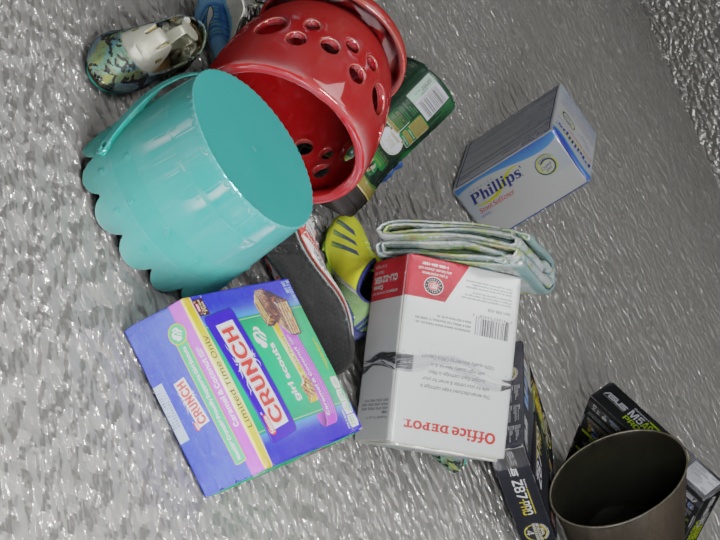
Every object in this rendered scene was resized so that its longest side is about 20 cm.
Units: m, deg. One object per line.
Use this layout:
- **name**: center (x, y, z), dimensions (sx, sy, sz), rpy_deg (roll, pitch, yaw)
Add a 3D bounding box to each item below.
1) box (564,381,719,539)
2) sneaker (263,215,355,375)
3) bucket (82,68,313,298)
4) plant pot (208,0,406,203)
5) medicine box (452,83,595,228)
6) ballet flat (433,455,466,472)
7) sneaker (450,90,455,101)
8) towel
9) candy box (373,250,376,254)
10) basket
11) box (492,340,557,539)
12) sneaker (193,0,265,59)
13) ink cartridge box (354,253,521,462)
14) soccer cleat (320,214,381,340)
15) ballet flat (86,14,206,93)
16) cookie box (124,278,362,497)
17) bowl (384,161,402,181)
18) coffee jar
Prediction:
- **box**: center (0.362, 0.264, 1.913), dimensions (0.044, 0.161, 0.200), rpy_deg (-29, 57, -30)
- **sneaker**: center (-0.056, 0.008, 1.585), dimensions (0.202, 0.067, 0.108), rpy_deg (64, 10, -11)
- **bucket**: center (-0.151, -0.087, 1.429), dimensions (0.207, 0.135, 0.208), rpy_deg (45, 27, -31)
- **plant pot**: center (-0.059, -0.204, 1.610), dimensions (0.200, 0.200, 0.183), rpy_deg (45, 48, -27)
- **medicine box**: center (0.251, -0.165, 2.235), dimensions (0.103, 0.182, 0.200), rpy_deg (51, 25, -15)
- **ballet flat**: center (0.066, 0.131, 1.663), dimensions (0.074, 0.074, 0.201), rpy_deg (7, 68, -60)
- **sneaker**: center (0.067, -0.278, 2.149), dimensions (0.200, 0.071, 0.073), rpy_deg (23, 42, -53)
- **towel**: center (0.120, -0.013, 1.646), dimensions (0.200, 0.171, 0.048), rpy_deg (37, 59, -69)
- **candy box**: center (0.080, 0.070, 1.788), dimensions (0.200, 0.055, 0.116), rpy_deg (49, 26, -23)
- **basket**: center (0.330, 0.322, 1.820), dimensions (0.136, 0.180, 0.200), rpy_deg (43, -24, 50)
- **box**: center (0.197, 0.210, 1.806), dimensions (0.200, 0.049, 0.162), rpy_deg (-82, 154, -55)
- **sneaker**: center (-0.150, -0.278, 1.723), dimensions (0.078, 0.090, 0.201), rpy_deg (7, 76, -47)
- **ink cartridge box**: center (0.083, 0.096, 1.575), dimensions (0.144, 0.084, 0.201), rpy_deg (12, 77, -25)
- **soccer cleat**: center (0.001, 0.001, 1.682), dimensions (0.065, 0.084, 0.201), rpy_deg (43, 28, -30)
- **ballet flat**: center (-0.219, -0.237, 1.556), dimensions (0.074, 0.074, 0.200), rpy_deg (56, 24, -6)
- **cookie box**: center (-0.104, 0.104, 1.373), dimensions (0.172, 0.075, 0.200), rpy_deg (63, 25, 7)
- **bowl**: center (-0.002, -0.209, 1.884), dimensions (0.201, 0.039, 0.201), rpy_deg (64, 1, -2)
- **coffee jar**: center (0.012, -0.156, 1.737), dimensions (0.085, 0.200, 0.104), rpy_deg (49, -11, -33)
